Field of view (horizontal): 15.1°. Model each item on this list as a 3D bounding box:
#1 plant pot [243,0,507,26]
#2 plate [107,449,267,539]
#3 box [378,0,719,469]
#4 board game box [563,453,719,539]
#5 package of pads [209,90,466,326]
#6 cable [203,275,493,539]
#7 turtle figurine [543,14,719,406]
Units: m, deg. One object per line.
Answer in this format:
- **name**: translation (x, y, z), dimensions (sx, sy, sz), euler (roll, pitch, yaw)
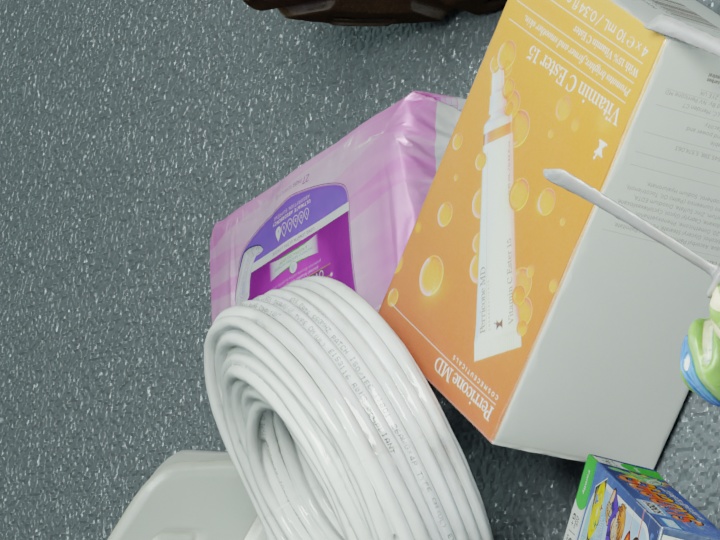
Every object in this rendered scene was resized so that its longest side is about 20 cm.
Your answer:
- **plant pot**: translation (0.012, -0.236, 1.390), dimensions (0.200, 0.200, 0.199), euler (-11, 79, 55)
- **plate**: translation (-0.102, 0.172, 1.478), dimensions (0.199, 0.032, 0.200), euler (-6, 48, 55)
- **box**: translation (0.106, -0.028, 1.247), dimensions (0.124, 0.097, 0.200), euler (43, 116, 53)
- **board game box**: translation (0.096, 0.187, 1.117), dimensions (0.135, 0.034, 0.201), euler (-136, 61, -79)
- **package of pads**: translation (0.000, 0.000, 1.418), dimensions (0.200, 0.076, 0.121), euler (-31, 54, 48)
- **cable**: translation (-0.003, 0.099, 1.306), dimensions (0.200, 0.069, 0.200), euler (61, 162, 7)
- **turtle figurine**: translation (0.187, -0.025, 1.042), dimensions (0.194, 0.144, 0.201), euler (-16, 87, 30)
